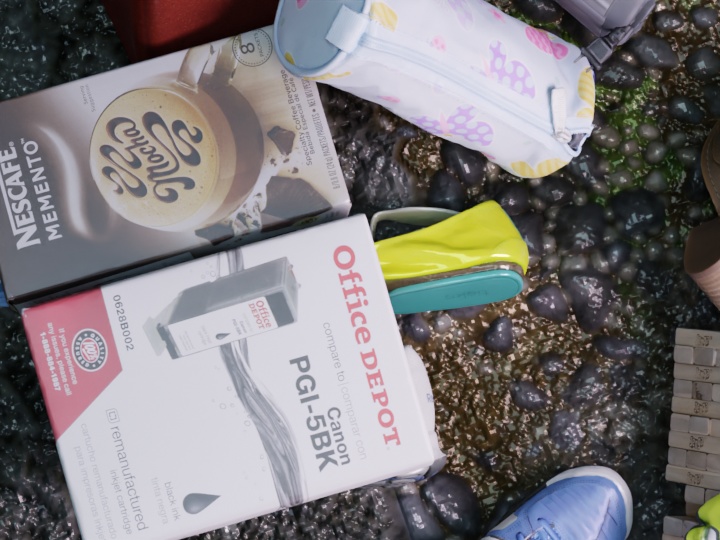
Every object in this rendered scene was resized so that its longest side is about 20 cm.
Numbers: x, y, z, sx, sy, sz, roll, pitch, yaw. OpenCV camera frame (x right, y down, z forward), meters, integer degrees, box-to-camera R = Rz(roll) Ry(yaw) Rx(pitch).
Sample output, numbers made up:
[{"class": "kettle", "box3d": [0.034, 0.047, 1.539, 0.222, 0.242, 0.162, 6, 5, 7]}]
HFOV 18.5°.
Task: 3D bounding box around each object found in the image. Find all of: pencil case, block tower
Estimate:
[{"class": "pencil case", "box3d": [0.044, -0.117, 1.246, 0.083, 0.199, 0.091, -48, 43, 24]}, {"class": "block tower", "box3d": [0.214, 0.136, 1.289, 0.058, 0.054, 0.202, 3, 90, -34]}]

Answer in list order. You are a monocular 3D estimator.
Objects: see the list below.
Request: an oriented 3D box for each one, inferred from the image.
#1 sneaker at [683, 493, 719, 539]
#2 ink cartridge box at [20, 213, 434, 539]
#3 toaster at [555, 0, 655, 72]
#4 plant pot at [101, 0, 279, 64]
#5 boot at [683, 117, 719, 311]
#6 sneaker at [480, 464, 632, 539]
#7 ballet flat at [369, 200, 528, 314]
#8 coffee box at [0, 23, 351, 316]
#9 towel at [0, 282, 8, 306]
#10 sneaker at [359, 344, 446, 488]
[{"class": "sneaker", "box3d": [0.281, 0.141, 1.252, 0.199, 0.081, 0.074, -23, 104, -31]}, {"class": "ink cartridge box", "box3d": [-0.071, 0.064, 1.226, 0.199, 0.083, 0.148, -17, 86, -3]}, {"class": "toaster", "box3d": [0.146, -0.227, 1.283, 0.129, 0.114, 0.200, 38, 89, 7]}, {"class": "plant pot", "box3d": [-0.084, -0.234, 1.259, 0.199, 0.176, 0.201, -27, 88, 2]}, {"class": "boot", "box3d": [0.268, -0.019, 1.290, 0.155, 0.074, 0.201, 41, 55, -21]}, {"class": "sneaker", "box3d": [0.085, 0.194, 1.290, 0.076, 0.077, 0.200, 45, 89, 4]}, {"class": "ballet flat", "box3d": [0.000, 0.000, 1.312, 0.199, 0.067, 0.067, -12, 67, -1]}, {"class": "coffee box", "box3d": [-0.117, -0.056, 1.256, 0.199, 0.080, 0.114, -17, 83, -5]}, {"class": "towel", "box3d": [-0.173, -0.034, 1.321, 0.199, 0.049, 0.113, 1, 88, 2]}, {"class": "sneaker", "box3d": [-0.050, 0.087, 1.309, 0.199, 0.075, 0.088, -2, 80, -6]}]
